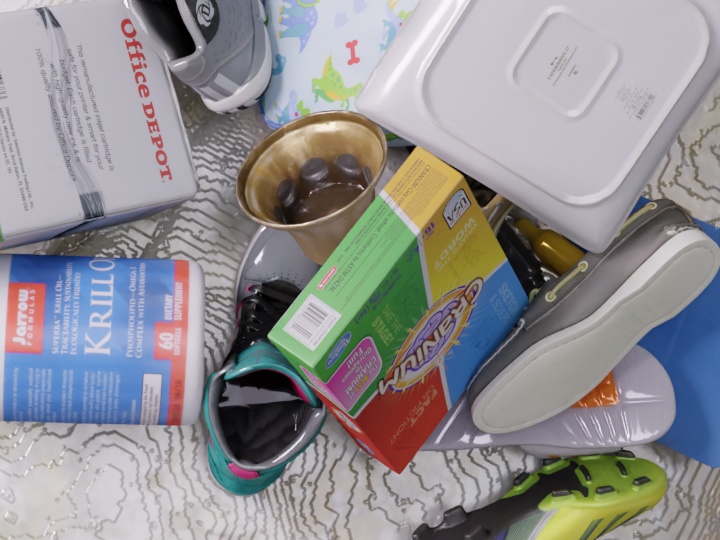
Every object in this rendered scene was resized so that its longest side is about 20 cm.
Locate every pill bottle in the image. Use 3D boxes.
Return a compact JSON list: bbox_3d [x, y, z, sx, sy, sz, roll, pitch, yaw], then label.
[{"bbox_3d":[-0.204,0.046,1.426,0.198,0.112,0.113,1,86,-8],"label":"pill bottle"}]

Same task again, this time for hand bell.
[{"bbox_3d":[0.000,0.000,1.441,0.104,0.104,0.201,-34,133,-9],"label":"hand bell"}]

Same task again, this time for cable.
[{"bbox_3d":[0.084,-0.035,1.518,0.097,0.050,0.201,-42,75,28],"label":"cable"}]

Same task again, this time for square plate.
[{"bbox_3d":[0.129,-0.135,1.362,0.197,0.028,0.201,30,105,-12],"label":"square plate"}]

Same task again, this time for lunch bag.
[{"bbox_3d":[0.014,-0.183,1.453,0.082,0.160,0.202,14,78,-51],"label":"lunch bag"}]

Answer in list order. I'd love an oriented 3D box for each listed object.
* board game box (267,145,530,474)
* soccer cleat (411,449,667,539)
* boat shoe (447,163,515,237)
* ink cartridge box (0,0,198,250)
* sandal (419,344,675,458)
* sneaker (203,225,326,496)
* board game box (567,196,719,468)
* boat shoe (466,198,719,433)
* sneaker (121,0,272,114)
[{"bbox_3d":[0.030,0.031,1.383,0.040,0.200,0.153,34,80,28],"label":"board game box"},{"bbox_3d":[0.125,0.188,1.503,0.199,0.065,0.084,-21,119,-14],"label":"soccer cleat"},{"bbox_3d":[0.065,-0.049,1.451,0.072,0.076,0.200,43,115,13],"label":"boat shoe"},{"bbox_3d":[-0.221,-0.092,1.408,0.199,0.083,0.148,-13,87,-37],"label":"ink cartridge box"},{"bbox_3d":[0.119,0.093,1.505,0.205,0.059,0.080,-4,72,12],"label":"sandal"},{"bbox_3d":[-0.060,0.054,1.443,0.083,0.121,0.202,12,84,-8],"label":"sneaker"},{"bbox_3d":[0.228,0.041,1.513,0.199,0.039,0.159,23,103,16],"label":"board game box"},{"bbox_3d":[0.149,0.031,1.450,0.201,0.072,0.060,-39,49,6],"label":"boat shoe"},{"bbox_3d":[-0.116,-0.212,1.431,0.075,0.115,0.202,-22,66,25],"label":"sneaker"}]
